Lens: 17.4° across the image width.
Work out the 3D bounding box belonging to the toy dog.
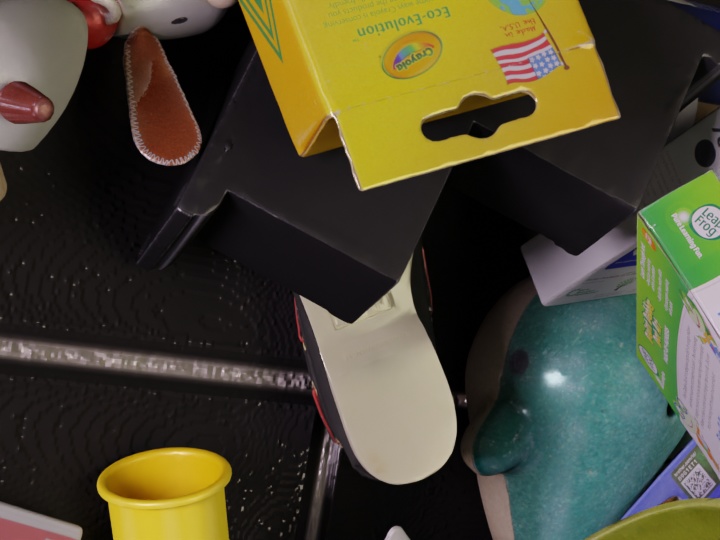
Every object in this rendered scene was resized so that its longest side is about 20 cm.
[{"bbox_3d":[-0.112,-0.091,0.937,0.200,0.096,0.132,-52,133,-30],"label":"toy dog"}]

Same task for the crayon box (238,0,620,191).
[{"bbox_3d":[0.012,-0.131,0.979,0.127,0.051,0.201,-15,77,-21],"label":"crayon box"}]

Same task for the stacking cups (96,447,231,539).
[{"bbox_3d":[-0.075,0.182,1.060,0.060,0.060,0.201,-26,116,-45],"label":"stacking cups"}]

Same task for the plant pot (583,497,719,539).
[{"bbox_3d":[0.167,0.246,1.106,0.193,0.200,0.201,50,57,-19],"label":"plant pot"}]

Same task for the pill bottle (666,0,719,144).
[{"bbox_3d":[0.148,-0.088,1.238,0.200,0.115,0.116,3,95,-50],"label":"pill bottle"}]

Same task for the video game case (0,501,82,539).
[{"bbox_3d":[-0.192,0.185,0.953,0.143,0.017,0.201,26,77,-50],"label":"video game case"}]

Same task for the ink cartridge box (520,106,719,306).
[{"bbox_3d":[0.177,-0.043,1.143,0.099,0.200,0.039,-6,70,-43],"label":"ink cartridge box"}]

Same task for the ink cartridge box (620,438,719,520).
[{"bbox_3d":[0.213,0.192,1.222,0.119,0.042,0.200,-44,96,-21],"label":"ink cartridge box"}]

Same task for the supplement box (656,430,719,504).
[{"bbox_3d":[0.182,0.154,1.308,0.073,0.126,0.201,25,72,-6],"label":"supplement box"}]

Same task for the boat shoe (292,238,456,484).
[{"bbox_3d":[-0.003,0.001,1.119,0.073,0.063,0.202,-13,96,-12],"label":"boat shoe"}]

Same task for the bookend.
[{"bbox_3d":[0.037,-0.053,1.044,0.199,0.092,0.199,27,69,-8],"label":"bookend"}]

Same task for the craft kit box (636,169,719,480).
[{"bbox_3d":[0.192,0.077,1.072,0.048,0.198,0.200,-32,160,-5],"label":"craft kit box"}]

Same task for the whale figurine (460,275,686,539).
[{"bbox_3d":[0.118,0.101,1.243,0.159,0.103,0.201,12,85,-51],"label":"whale figurine"}]

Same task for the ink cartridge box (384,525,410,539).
[{"bbox_3d":[0.008,0.222,1.162,0.115,0.068,0.200,-56,135,-30],"label":"ink cartridge box"}]
